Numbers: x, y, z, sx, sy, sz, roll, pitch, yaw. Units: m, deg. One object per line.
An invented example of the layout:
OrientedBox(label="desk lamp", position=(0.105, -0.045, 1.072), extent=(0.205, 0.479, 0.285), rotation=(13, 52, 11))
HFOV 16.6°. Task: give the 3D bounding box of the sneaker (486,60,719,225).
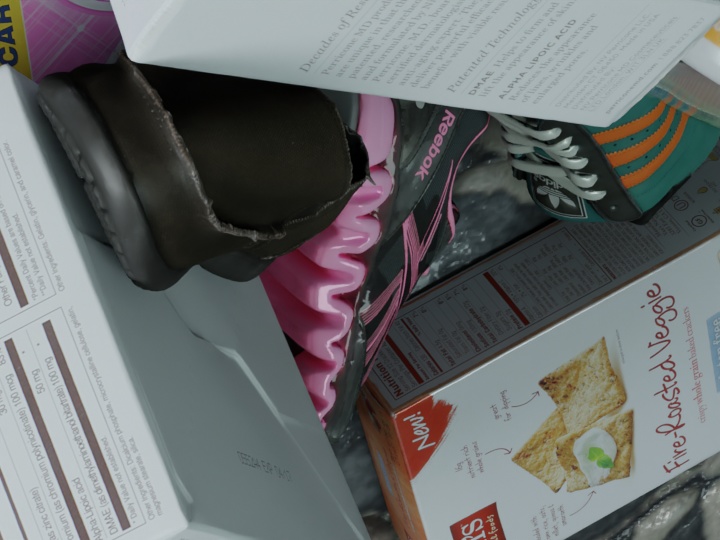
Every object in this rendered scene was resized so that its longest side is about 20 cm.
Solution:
OrientedBox(label="sneaker", position=(0.087, -0.056, 0.952), extent=(0.200, 0.071, 0.080), rotation=(9, 108, -59))

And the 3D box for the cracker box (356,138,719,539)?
OrientedBox(label="cracker box", position=(0.098, 0.045, 1.091), extent=(0.199, 0.058, 0.135), rotation=(-28, 136, -10))

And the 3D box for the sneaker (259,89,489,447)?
OrientedBox(label="sneaker", position=(0.000, 0.000, 0.984), extent=(0.095, 0.079, 0.201), rotation=(-14, 134, -39))

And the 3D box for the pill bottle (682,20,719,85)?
OrientedBox(label="pill bottle", position=(0.176, -0.170, 0.920), extent=(0.112, 0.112, 0.201), rotation=(16, 115, -41))

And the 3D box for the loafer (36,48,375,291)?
OrientedBox(label="loafer", position=(-0.043, -0.041, 0.779), extent=(0.071, 0.073, 0.200), rotation=(-29, 176, 9))

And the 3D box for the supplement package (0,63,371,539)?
OrientedBox(label="supplement package", position=(-0.094, 0.047, 0.812), extent=(0.110, 0.157, 0.200), rotation=(-27, 162, 10))

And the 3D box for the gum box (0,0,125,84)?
OrientedBox(label="gum box", position=(-0.092, -0.137, 0.800), extent=(0.113, 0.066, 0.201), rotation=(-21, 135, -19))

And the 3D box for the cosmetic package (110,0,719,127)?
OrientedBox(label="cosmetic package", position=(0.012, -0.111, 0.763), extent=(0.199, 0.102, 0.074), rotation=(5, 143, -37))
